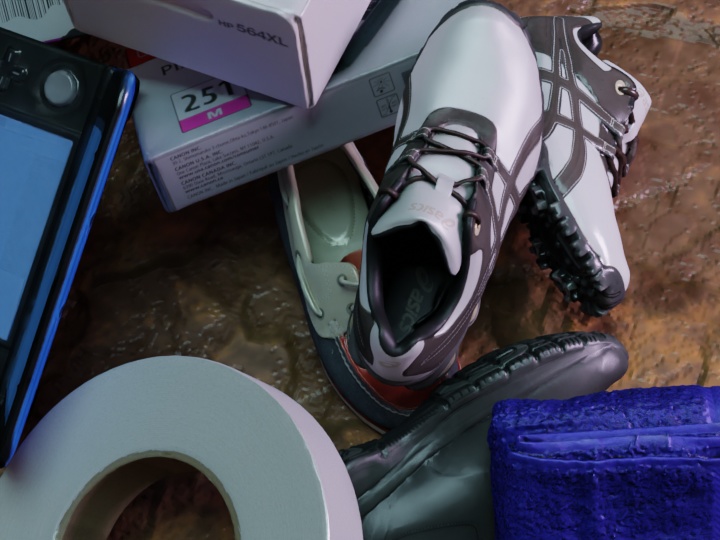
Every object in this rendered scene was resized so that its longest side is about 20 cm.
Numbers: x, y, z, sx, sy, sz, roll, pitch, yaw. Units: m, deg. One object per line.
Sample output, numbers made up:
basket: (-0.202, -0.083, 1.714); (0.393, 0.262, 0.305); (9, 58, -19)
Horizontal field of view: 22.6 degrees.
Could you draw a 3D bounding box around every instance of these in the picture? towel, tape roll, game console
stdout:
towel: (0.160, 0.125, 0.827); (0.199, 0.148, 0.050); (-4, 13, 4)
tape roll: (-0.094, 0.141, 0.845); (0.202, 0.037, 0.203); (-10, 69, 26)
game console: (-0.193, -0.022, 0.915); (0.170, 0.118, 0.200); (20, 93, 19)

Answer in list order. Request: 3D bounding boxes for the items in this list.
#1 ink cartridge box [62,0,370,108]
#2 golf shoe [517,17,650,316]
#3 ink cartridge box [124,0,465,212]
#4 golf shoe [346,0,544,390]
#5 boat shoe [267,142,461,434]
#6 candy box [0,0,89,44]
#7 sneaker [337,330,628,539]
ink cartridge box: (-0.053, -0.201, 0.939); (0.146, 0.084, 0.200); (20, 64, 15)
golf shoe: (0.122, -0.069, 0.983); (0.094, 0.078, 0.200); (-15, 57, -5)
ink cartridge box: (-0.035, -0.129, 1.000); (0.200, 0.044, 0.174); (-21, 41, -1)
golf shoe: (0.046, -0.040, 0.878); (0.078, 0.094, 0.201); (12, 86, 4)
boat shoe: (0.000, 0.000, 0.966); (0.071, 0.063, 0.200); (-17, 58, -9)
candy box: (-0.126, -0.182, 1.058); (0.199, 0.061, 0.136); (-13, 16, -2)
sneaker: (0.051, 0.101, 0.882); (0.200, 0.076, 0.091); (-33, 93, 1)
